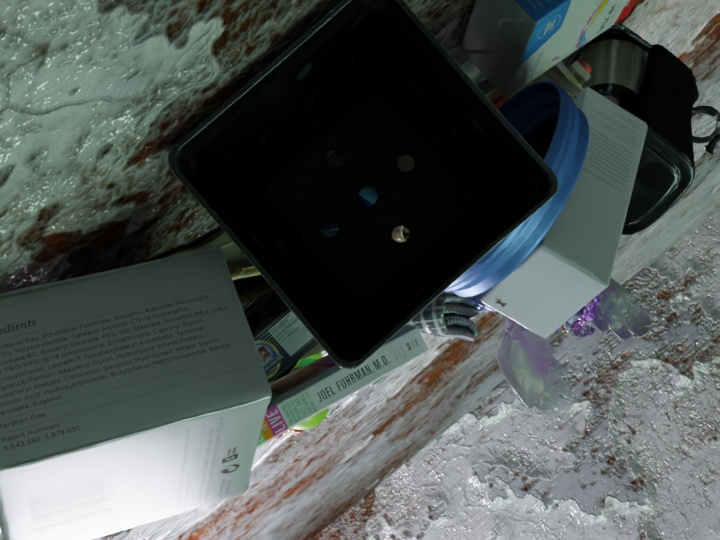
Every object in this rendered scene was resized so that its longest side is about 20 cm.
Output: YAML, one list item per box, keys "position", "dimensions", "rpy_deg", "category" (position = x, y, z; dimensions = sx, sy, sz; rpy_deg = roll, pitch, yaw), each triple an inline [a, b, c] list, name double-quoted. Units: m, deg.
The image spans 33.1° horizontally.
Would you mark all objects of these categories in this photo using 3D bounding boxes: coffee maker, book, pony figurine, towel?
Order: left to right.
- position: [-0.044, 0.114, 1.126]
  dimensions: [0.200, 0.048, 0.134]
  rpy_deg: [-28, -178, -17]
  category: "book"
- position: [0.038, 0.037, 1.324]
  dimensions: [0.165, 0.086, 0.200]
  rpy_deg: [-4, 175, 19]
  category: "towel"
- position: [0.190, 0.035, 1.273]
  dimensions: [0.167, 0.193, 0.200]
  rpy_deg: [-43, 165, -1]
  category: "pony figurine"
- position: [0.295, -0.142, 1.256]
  dimensions: [0.200, 0.192, 0.135]
  rpy_deg: [-71, 174, -49]
  category: "coffee maker"

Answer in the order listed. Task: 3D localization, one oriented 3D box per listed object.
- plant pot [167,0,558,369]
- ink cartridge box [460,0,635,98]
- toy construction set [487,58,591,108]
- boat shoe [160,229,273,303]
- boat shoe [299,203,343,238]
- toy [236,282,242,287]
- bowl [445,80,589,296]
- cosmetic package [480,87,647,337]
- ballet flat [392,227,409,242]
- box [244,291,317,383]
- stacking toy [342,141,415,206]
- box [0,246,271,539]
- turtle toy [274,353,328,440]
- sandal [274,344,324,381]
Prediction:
- position: [0.004, -0.066, 0.920]
  dimensions: [0.200, 0.200, 0.177]
  rpy_deg: [-41, 178, 1]
  category: "plant pot"
- position: [0.189, -0.251, 1.052]
  dimensions: [0.200, 0.067, 0.116]
  rpy_deg: [-36, 164, -20]
  category: "ink cartridge box"
- position: [0.128, -0.148, 1.172]
  dimensions: [0.200, 0.092, 0.131]
  rpy_deg: [-30, 165, 2]
  category: "toy construction set"
- position: [-0.140, 0.022, 1.020]
  dimensions: [0.200, 0.066, 0.074]
  rpy_deg: [-33, 163, -27]
  category: "boat shoe"
- position: [0.000, 0.000, 1.095]
  dimensions: [0.084, 0.069, 0.200]
  rpy_deg: [-13, 156, 20]
  category: "boat shoe"
- position: [-0.186, 0.091, 1.093]
  dimensions: [0.200, 0.047, 0.115]
  rpy_deg: [-39, 180, -22]
  category: "toy"
- position: [0.119, -0.066, 1.029]
  dimensions: [0.201, 0.039, 0.201]
  rpy_deg: [-51, -162, 23]
  category: "bowl"
- position: [0.180, -0.053, 1.057]
  dimensions: [0.101, 0.071, 0.200]
  rpy_deg: [-49, -166, 51]
  category: "cosmetic package"
- position: [0.104, -0.070, 1.237]
  dimensions: [0.200, 0.067, 0.068]
  rpy_deg: [-24, 115, -22]
  category: "ballet flat"
- position: [-0.115, 0.084, 1.120]
  dimensions: [0.200, 0.044, 0.160]
  rpy_deg: [-40, -170, 4]
  category: "box"
- position: [0.003, -0.065, 1.116]
  dimensions: [0.085, 0.085, 0.200]
  rpy_deg: [-29, 166, -36]
  category: "stacking toy"
- position: [-0.186, 0.102, 0.907]
  dimensions: [0.200, 0.131, 0.199]
  rpy_deg: [-14, 154, -18]
  category: "box"
- position: [-0.085, 0.133, 1.341]
  dimensions: [0.146, 0.101, 0.200]
  rpy_deg: [-37, 179, -13]
  category: "turtle toy"
- position: [-0.092, 0.091, 1.235]
  dimensions: [0.200, 0.055, 0.082]
  rpy_deg: [-15, 150, 15]
  category: "sandal"
